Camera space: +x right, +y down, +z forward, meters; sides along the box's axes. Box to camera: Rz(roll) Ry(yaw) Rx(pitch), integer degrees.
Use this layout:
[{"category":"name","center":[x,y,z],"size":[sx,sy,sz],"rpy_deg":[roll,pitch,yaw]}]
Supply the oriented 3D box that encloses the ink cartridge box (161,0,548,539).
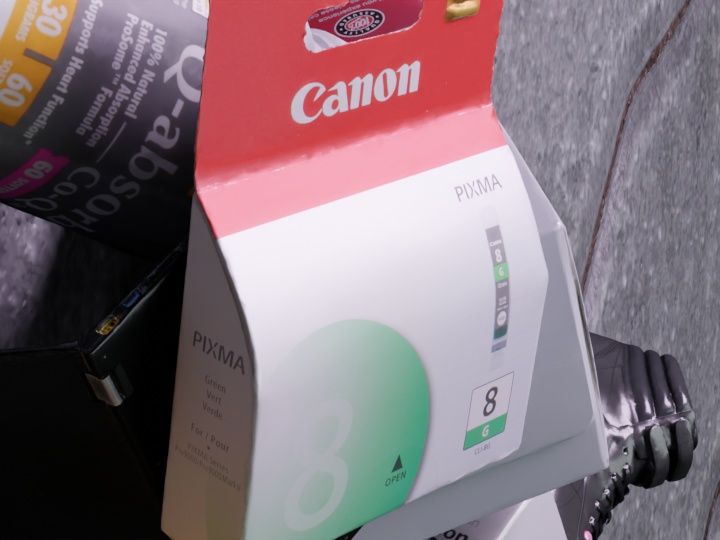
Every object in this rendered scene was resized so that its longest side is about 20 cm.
[{"category":"ink cartridge box","center":[0.007,-0.008,0.849],"size":[0.160,0.050,0.202],"rpy_deg":[-20,127,-46]}]

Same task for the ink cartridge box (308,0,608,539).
[{"category":"ink cartridge box","center":[0.000,0.000,1.048],"size":[0.201,0.144,0.145],"rpy_deg":[-118,-170,-48]}]

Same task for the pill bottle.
[{"category":"pill bottle","center":[-0.088,-0.071,0.881],"size":[0.199,0.116,0.117],"rpy_deg":[22,72,-39]}]

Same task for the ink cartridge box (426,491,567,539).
[{"category":"ink cartridge box","center":[-0.017,0.163,1.086],"size":[0.200,0.146,0.083],"rpy_deg":[-51,140,-30]}]

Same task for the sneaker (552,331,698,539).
[{"category":"sneaker","center":[0.136,0.116,1.337],"size":[0.071,0.098,0.201],"rpy_deg":[96,0,-55]}]

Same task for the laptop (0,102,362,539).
[{"category":"laptop","center":[-0.089,0.050,0.899],"size":[0.200,0.115,0.188],"rpy_deg":[-47,142,-24]}]
